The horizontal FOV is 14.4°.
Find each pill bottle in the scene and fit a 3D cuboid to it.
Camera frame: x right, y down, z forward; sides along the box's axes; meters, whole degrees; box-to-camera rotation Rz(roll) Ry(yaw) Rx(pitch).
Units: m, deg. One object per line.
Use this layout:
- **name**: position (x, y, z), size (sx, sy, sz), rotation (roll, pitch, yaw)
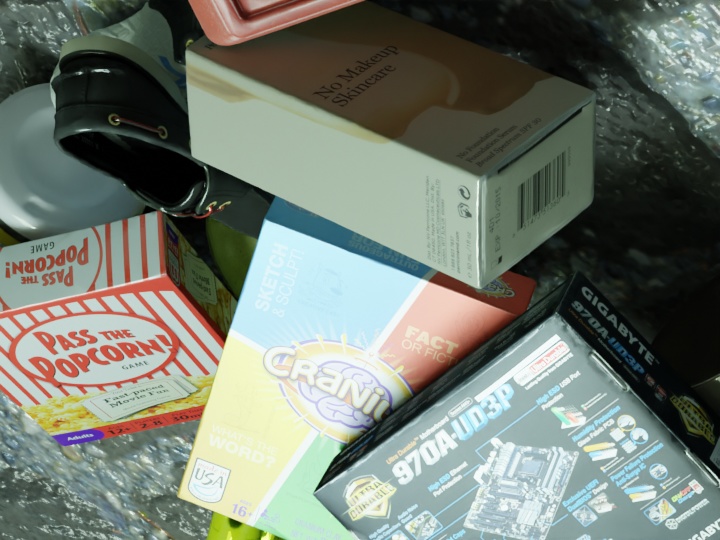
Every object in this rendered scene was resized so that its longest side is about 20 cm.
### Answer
- **pill bottle**: position (-0.205, -0.023, 1.797), size (0.111, 0.112, 0.200), rotation (32, 147, 0)

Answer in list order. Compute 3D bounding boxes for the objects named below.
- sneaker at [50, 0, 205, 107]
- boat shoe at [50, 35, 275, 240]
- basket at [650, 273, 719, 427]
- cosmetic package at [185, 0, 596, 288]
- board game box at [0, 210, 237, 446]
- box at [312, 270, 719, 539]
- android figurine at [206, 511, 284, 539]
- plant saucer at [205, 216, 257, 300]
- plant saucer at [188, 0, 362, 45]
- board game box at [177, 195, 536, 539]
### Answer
- **sneaker**: position (-0.098, -0.124, 1.629), size (0.072, 0.072, 0.199), rotation (20, 154, -36)
- **boat shoe**: position (-0.103, -0.059, 1.613), size (0.073, 0.064, 0.201), rotation (-11, 150, 33)
- **basket**: position (0.257, 0.097, 1.556), size (0.180, 0.136, 0.200), rotation (-16, 120, 50)
- **cosmetic package**: position (0.015, -0.076, 1.482), size (0.199, 0.105, 0.071), rotation (24, 133, 31)
- **board game box**: position (-0.154, 0.039, 1.753), size (0.150, 0.047, 0.200), rotation (-13, 152, 14)
- **box**: position (0.096, 0.117, 1.524), size (0.159, 0.046, 0.200), rotation (45, 124, -8)
- **android figurine**: position (-0.057, 0.138, 1.754), size (0.041, 0.182, 0.201), rotation (18, 109, 6)
- **plant saucer**: position (0.000, 0.000, 1.731), size (0.199, 0.031, 0.201), rotation (22, 145, 16)
- **plant saucer**: position (-0.020, -0.205, 1.389), size (0.198, 0.037, 0.201), rotation (-17, 129, 12)
- **board game box**: position (-0.005, 0.067, 1.586), size (0.152, 0.040, 0.201), rotation (20, 123, 3)
